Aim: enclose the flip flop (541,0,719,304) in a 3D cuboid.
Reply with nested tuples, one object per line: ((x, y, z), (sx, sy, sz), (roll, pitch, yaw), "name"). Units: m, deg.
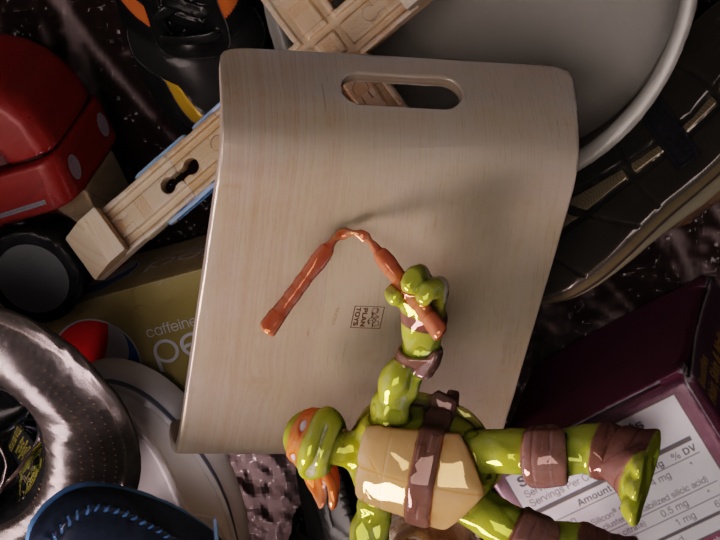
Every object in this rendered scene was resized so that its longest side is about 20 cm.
((0.131, -0.050, 0.845), (0.200, 0.057, 0.081), (-39, 57, 21), "flip flop")

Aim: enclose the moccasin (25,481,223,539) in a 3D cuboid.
((-0.058, 0.163, 0.839), (0.200, 0.068, 0.081), (41, 91, -25), "moccasin")

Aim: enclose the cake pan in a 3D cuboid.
((0.052, -0.132, 0.826), (0.199, 0.037, 0.202), (3, 97, 25), "cake pan")

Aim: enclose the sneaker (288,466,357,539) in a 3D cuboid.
((-0.030, 0.176, 0.961), (0.103, 0.060, 0.201), (-13, 107, 14), "sneaker")

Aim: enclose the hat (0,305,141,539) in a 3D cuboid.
((-0.192, 0.054, 0.849), (0.199, 0.081, 0.202), (0, 132, 0), "hat")

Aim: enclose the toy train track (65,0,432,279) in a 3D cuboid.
((-0.047, -0.067, 0.818), (0.200, 0.033, 0.115), (-39, 80, 11), "toy train track")

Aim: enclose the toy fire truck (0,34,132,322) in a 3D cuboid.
((-0.214, -0.077, 0.904), (0.175, 0.129, 0.201), (-15, 114, 18), "toy fire truck")

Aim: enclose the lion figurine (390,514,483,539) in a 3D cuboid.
((0.087, 0.176, 0.923), (0.199, 0.072, 0.123), (14, 90, -23), "lion figurine")

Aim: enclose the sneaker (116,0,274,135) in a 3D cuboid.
((-0.090, -0.143, 0.853), (0.069, 0.090, 0.202), (-8, 106, 16), "sneaker")

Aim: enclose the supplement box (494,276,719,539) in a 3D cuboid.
((0.157, 0.125, 0.859), (0.103, 0.131, 0.201), (-29, 98, 22), "supplement box")

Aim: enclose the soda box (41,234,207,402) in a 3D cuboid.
((-0.086, 0.025, 0.920), (0.199, 0.068, 0.064), (-16, 105, 18), "soda box")

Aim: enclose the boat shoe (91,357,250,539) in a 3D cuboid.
((-0.086, 0.138, 0.894), (0.073, 0.065, 0.201), (-18, 107, 22), "boat shoe")

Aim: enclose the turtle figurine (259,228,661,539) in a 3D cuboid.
((0.032, 0.091, 0.782), (0.160, 0.064, 0.202), (15, 103, 12), "turtle figurine")

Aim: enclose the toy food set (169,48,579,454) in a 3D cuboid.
((0.000, 0.000, 0.814), (0.142, 0.061, 0.201), (2, 130, -12), "toy food set")
